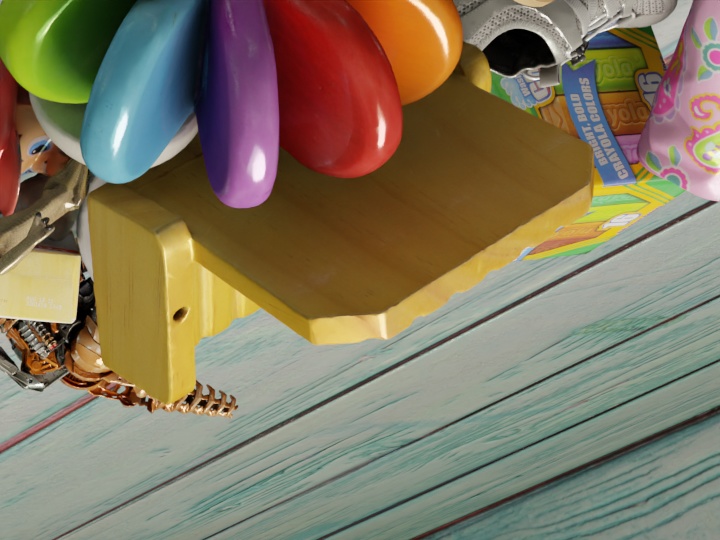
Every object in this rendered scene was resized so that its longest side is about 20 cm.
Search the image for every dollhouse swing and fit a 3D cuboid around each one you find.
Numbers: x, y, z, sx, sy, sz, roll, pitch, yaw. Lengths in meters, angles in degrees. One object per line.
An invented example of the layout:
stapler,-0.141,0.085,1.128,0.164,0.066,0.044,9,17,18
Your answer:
dollhouse swing,0.000,0.000,0.992,0.200,0.176,0.182,-31,147,-27

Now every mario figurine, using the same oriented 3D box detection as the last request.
mario figurine,-0.118,-0.069,1.024,0.199,0.124,0.106,-18,-150,-26

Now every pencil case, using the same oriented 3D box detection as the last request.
pencil case,0.215,-0.129,1.126,0.087,0.088,0.200,-12,138,-22

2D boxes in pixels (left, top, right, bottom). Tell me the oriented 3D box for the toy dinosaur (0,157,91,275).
toy dinosaur,-0.205,0.003,0.936,0.199,0.058,0.101,-23,-174,0

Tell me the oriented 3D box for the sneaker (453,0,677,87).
sneaker,0.098,-0.135,1.109,0.199,0.082,0.075,-8,163,-36

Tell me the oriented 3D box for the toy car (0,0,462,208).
toy car,-0.051,-0.097,0.872,0.199,0.150,0.175,-13,149,-19

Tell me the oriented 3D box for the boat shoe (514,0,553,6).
boat shoe,0.054,-0.175,0.828,0.070,0.071,0.200,-20,148,28

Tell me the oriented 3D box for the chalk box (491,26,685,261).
chalk box,0.082,-0.079,1.219,0.199,0.124,0.125,-8,163,-37

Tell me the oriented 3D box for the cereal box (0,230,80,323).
cereal box,-0.223,-0.005,1.085,0.143,0.040,0.200,5,-176,-9

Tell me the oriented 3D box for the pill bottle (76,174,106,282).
pill bottle,-0.080,-0.031,1.198,0.112,0.113,0.200,-22,178,17

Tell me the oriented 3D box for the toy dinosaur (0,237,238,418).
toy dinosaur,-0.170,0.031,1.291,0.102,0.136,0.200,-10,133,43
